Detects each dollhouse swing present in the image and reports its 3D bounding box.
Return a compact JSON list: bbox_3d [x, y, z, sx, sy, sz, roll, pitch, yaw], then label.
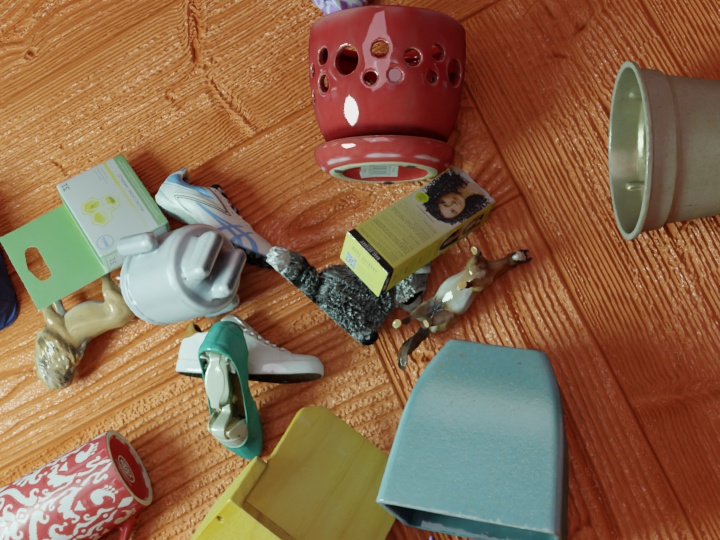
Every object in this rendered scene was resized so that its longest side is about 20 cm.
[{"bbox_3d":[-0.069,0.302,1.208,0.199,0.176,0.182,37,125,-5],"label":"dollhouse swing"}]

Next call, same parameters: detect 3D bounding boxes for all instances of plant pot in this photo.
[{"bbox_3d":[0.394,-0.138,1.147,0.180,0.201,0.204,-1,77,2],"label":"plant pot"},{"bbox_3d":[0.144,0.193,1.134,0.192,0.197,0.203,6,70,16],"label":"plant pot"},{"bbox_3d":[0.034,-0.209,1.243,0.197,0.200,0.186,-3,85,14],"label":"plant pot"}]

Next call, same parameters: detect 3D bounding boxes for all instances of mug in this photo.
[{"bbox_3d":[-0.368,0.315,1.291,0.198,0.178,0.134,-31,36,2],"label":"mug"}]

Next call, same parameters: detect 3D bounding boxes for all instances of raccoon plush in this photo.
[{"bbox_3d":[0.000,0.000,1.221,0.134,0.200,0.097,-50,39,-1],"label":"raccoon plush"}]

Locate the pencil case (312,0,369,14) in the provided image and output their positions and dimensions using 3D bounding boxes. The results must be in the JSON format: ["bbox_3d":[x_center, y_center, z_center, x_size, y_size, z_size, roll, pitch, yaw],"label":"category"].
[{"bbox_3d":[0.007,-0.427,1.352,0.084,0.085,0.201,36,88,20],"label":"pencil case"}]

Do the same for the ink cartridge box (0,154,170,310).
[{"bbox_3d":[-0.373,-0.055,1.344,0.198,0.048,0.146,-29,60,-19],"label":"ink cartridge box"}]

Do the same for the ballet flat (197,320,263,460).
[{"bbox_3d":[-0.165,0.161,1.226,0.066,0.070,0.203,6,118,22],"label":"ballet flat"}]

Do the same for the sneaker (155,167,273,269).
[{"bbox_3d":[-0.185,-0.070,1.336,0.199,0.072,0.073,33,79,15],"label":"sneaker"}]

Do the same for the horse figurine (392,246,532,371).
[{"bbox_3d":[0.112,0.034,1.217,0.200,0.132,0.050,-47,74,15],"label":"horse figurine"}]

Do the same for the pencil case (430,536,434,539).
[{"bbox_3d":[0.057,0.409,1.150,0.085,0.084,0.201,37,87,-15],"label":"pencil case"}]

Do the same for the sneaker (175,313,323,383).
[{"bbox_3d":[-0.140,0.097,1.284,0.196,0.073,0.086,3,74,13],"label":"sneaker"}]

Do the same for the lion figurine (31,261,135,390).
[{"bbox_3d":[-0.363,0.065,1.352,0.198,0.072,0.124,-32,75,4],"label":"lion figurine"}]

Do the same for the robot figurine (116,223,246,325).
[{"bbox_3d":[-0.231,0.007,1.281,0.198,0.169,0.114,-13,44,44],"label":"robot figurine"}]

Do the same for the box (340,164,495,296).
[{"bbox_3d":[0.071,-0.052,1.216,0.199,0.050,0.075,-35,69,-33],"label":"box"}]

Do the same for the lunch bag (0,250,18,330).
[{"bbox_3d":[-0.583,0.000,1.392,0.135,0.132,0.202,-29,73,7],"label":"lunch bag"}]
